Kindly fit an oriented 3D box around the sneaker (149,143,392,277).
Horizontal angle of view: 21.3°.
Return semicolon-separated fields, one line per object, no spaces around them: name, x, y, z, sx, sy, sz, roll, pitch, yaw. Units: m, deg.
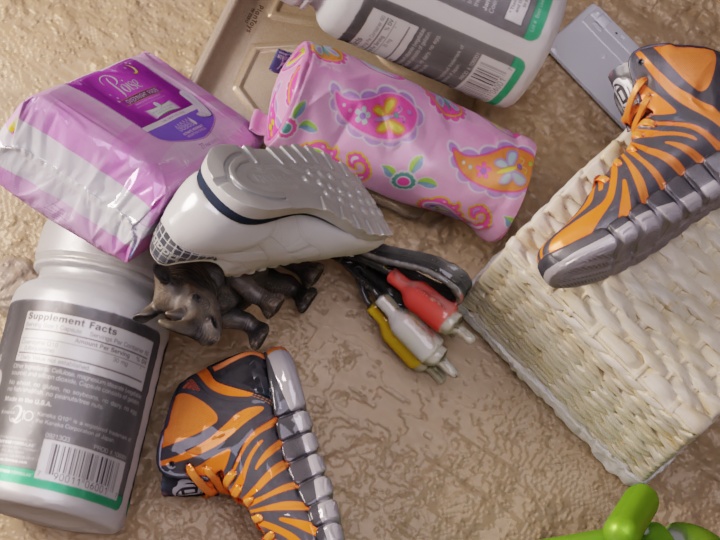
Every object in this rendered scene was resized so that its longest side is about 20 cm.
sneaker;-0.057;-0.033;1.283;0.081;0.200;0.076;-49;59;23

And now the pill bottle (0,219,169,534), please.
pill bottle;-0.195;0.072;1.319;0.113;0.113;0.201;13;74;-3

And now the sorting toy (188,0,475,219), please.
sorting toy;-0.011;-0.155;1.445;0.200;0.036;0.185;26;74;-4

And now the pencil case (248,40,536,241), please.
pencil case;0.025;-0.092;1.372;0.200;0.087;0.088;21;73;-15

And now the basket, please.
basket;0.210;0.012;1.358;0.198;0.161;0.200;-43;85;-16

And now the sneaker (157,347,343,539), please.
sneaker;-0.077;0.159;1.330;0.112;0.078;0.200;-16;67;-6

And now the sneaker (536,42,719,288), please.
sneaker;0.179;-0.074;1.259;0.200;0.078;0.112;-31;76;-16

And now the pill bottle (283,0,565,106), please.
pill bottle;0.038;-0.205;1.372;0.200;0.113;0.113;23;74;-12

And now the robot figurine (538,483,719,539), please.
robot figurine;0.178;0.235;1.317;0.199;0.116;0.176;-6;103;-10

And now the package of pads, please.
package of pads;-0.157;-0.081;1.314;0.120;0.200;0.076;35;112;5

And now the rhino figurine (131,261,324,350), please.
rhino figurine;-0.096;0.012;1.314;0.087;0.200;0.060;33;113;9

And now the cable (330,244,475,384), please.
cable;0.000;0.000;1.371;0.200;0.097;0.050;34;53;2

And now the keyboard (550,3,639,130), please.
keyboard;0.229;-0.118;1.473;0.056;0.011;0.200;-42;83;-10
